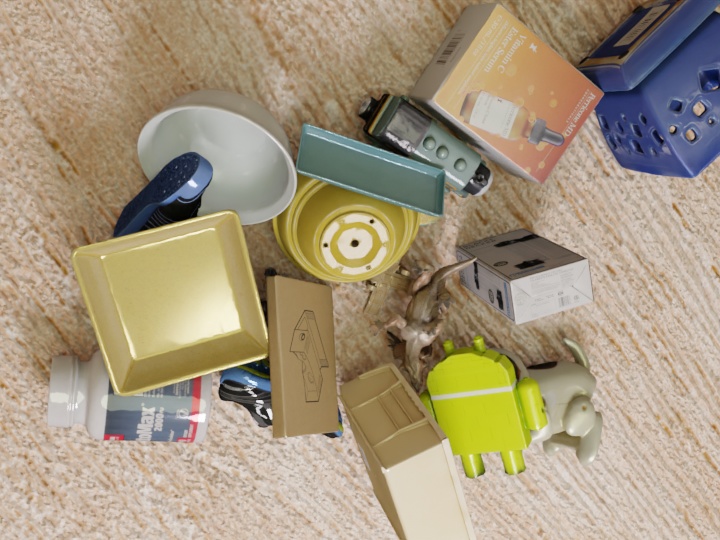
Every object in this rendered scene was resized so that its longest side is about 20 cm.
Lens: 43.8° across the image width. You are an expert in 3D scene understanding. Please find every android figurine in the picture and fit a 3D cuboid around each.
[{"bbox_3d":[0.165,0.189,1.247,0.181,0.041,0.201,-13,98,28],"label":"android figurine"}]

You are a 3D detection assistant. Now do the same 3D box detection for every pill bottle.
[{"bbox_3d":[-0.300,0.161,1.164,0.198,0.120,0.121,5,102,-16],"label":"pill bottle"}]

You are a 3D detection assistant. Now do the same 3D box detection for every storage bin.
[{"bbox_3d":[0.060,0.264,1.228,0.093,0.199,0.201,-24,122,-9],"label":"storage bin"}]

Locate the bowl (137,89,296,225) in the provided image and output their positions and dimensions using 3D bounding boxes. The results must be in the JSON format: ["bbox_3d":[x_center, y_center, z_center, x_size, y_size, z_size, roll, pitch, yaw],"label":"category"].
[{"bbox_3d":[-0.168,-0.156,1.115,0.199,0.091,0.202,8,142,6],"label":"bowl"}]

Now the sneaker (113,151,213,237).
[{"bbox_3d":[-0.227,-0.077,1.109,0.078,0.199,0.071,29,52,-31],"label":"sneaker"}]

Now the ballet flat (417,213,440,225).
[{"bbox_3d":[0.026,-0.105,1.210,0.198,0.071,0.071,7,102,-14],"label":"ballet flat"}]

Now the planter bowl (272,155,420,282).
[{"bbox_3d":[-0.012,-0.051,1.153,0.199,0.084,0.202,-4,121,-7],"label":"planter bowl"}]

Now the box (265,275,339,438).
[{"bbox_3d":[-0.074,0.114,1.171,0.021,0.163,0.202,-6,81,22],"label":"box"}]

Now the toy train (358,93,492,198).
[{"bbox_3d":[0.088,-0.164,1.192,0.199,0.114,0.086,33,94,-20],"label":"toy train"}]

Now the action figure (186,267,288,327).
[{"bbox_3d":[-0.160,0.032,1.191,0.130,0.069,0.200,-38,126,-3],"label":"action figure"}]

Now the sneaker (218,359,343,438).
[{"bbox_3d":[-0.110,0.185,1.259,0.199,0.071,0.083,27,118,-23],"label":"sneaker"}]

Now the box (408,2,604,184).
[{"bbox_3d":[0.195,-0.237,1.207,0.199,0.106,0.153,32,93,-20],"label":"box"}]

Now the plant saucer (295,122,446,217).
[{"bbox_3d":[0.014,-0.121,1.110,0.199,0.019,0.070,17,61,-19],"label":"plant saucer"}]

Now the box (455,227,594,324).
[{"bbox_3d":[0.218,0.003,1.224,0.116,0.200,0.061,-15,107,-10],"label":"box"}]

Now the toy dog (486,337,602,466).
[{"bbox_3d":[0.248,0.181,1.313,0.199,0.139,0.195,19,90,-18],"label":"toy dog"}]

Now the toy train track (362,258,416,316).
[{"bbox_3d":[0.000,0.000,1.252,0.199,0.033,0.115,18,98,-18],"label":"toy train track"}]

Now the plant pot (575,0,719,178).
[{"bbox_3d":[0.422,-0.261,1.221,0.200,0.200,0.180,-43,104,-1],"label":"plant pot"}]

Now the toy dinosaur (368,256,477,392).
[{"bbox_3d":[0.089,0.060,1.248,0.085,0.136,0.201,29,87,17],"label":"toy dinosaur"}]

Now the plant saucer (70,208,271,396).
[{"bbox_3d":[-0.226,0.034,1.088,0.198,0.048,0.201,-15,113,-9],"label":"plant saucer"}]
